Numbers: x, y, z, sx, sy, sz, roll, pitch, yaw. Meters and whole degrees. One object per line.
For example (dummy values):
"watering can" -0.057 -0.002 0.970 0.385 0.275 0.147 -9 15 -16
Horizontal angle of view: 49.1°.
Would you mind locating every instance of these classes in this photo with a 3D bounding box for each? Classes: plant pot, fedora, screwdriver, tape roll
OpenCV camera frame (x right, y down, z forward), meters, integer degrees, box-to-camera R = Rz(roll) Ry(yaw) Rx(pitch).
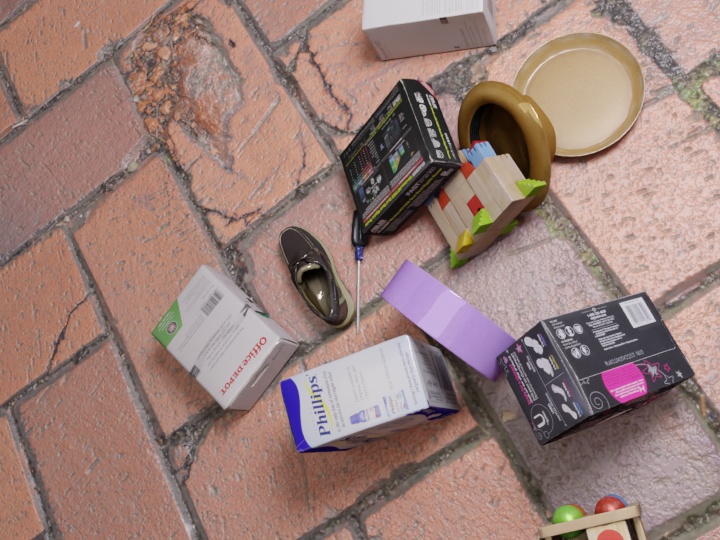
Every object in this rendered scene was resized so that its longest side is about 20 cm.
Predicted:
"plant pot" 0.328 -0.265 1.198 0.198 0.027 0.202 -5 75 19
"fedora" 0.228 -0.189 1.161 0.081 0.201 0.201 -29 63 -28
"screwdriver" 0.000 0.000 1.260 0.029 0.028 0.202 -16 71 47
"tape roll" 0.125 0.069 1.099 0.200 0.200 0.066 37 90 24

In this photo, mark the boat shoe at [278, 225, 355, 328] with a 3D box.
"boat shoe" -0.076 0.002 1.265 0.073 0.065 0.201 -41 65 10

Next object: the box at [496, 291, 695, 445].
"box" 0.299 0.123 1.013 0.133 0.198 0.115 65 145 21

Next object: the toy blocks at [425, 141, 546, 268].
"toy blocks" 0.165 -0.116 1.159 0.137 0.099 0.200 61 143 19

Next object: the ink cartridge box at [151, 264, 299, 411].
"ink cartridge box" -0.220 0.112 1.283 0.200 0.084 0.146 40 93 24

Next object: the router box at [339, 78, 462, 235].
"router box" 0.056 -0.168 1.198 0.200 0.062 0.151 -44 54 47

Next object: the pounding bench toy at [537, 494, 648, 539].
"pounding bench toy" 0.275 0.382 1.006 0.198 0.124 0.158 -19 71 16

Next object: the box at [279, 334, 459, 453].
"box" 0.017 0.181 1.122 0.198 0.184 0.106 -21 72 15

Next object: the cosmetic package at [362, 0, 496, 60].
"cosmetic package" 0.112 -0.410 1.271 0.198 0.113 0.082 -5 75 21
